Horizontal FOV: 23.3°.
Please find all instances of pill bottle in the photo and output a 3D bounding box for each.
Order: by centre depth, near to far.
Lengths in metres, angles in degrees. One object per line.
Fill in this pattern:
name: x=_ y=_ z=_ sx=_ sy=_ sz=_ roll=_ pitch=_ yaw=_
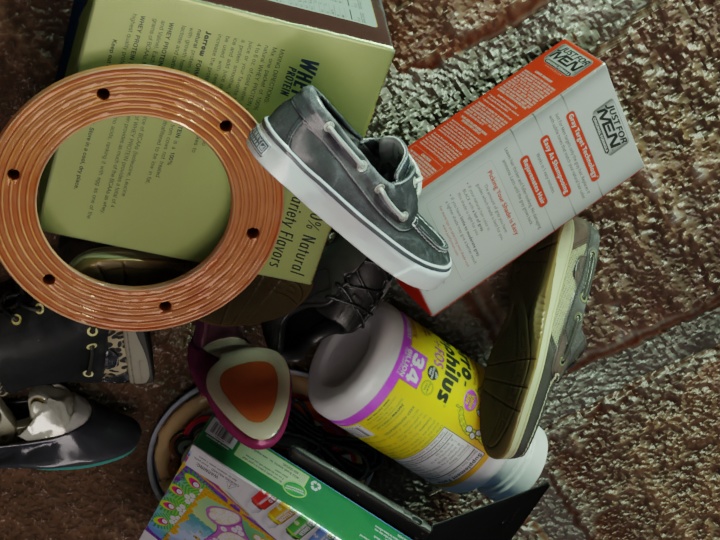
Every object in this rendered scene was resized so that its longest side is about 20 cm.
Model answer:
pill bottle: x=0.060 y=0.114 z=1.424 sx=0.199 sy=0.105 sz=0.104 roll=34 pitch=116 yaw=-28

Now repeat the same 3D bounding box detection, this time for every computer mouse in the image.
computer mouse: x=-0.086 y=0.194 z=1.449 sx=0.138 sy=0.053 sz=0.200 roll=28 pitch=124 yaw=-23

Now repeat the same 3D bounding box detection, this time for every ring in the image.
ring: x=-0.150 y=-0.047 z=1.156 sx=0.198 sy=0.019 sz=0.202 roll=-4 pitch=123 yaw=-7

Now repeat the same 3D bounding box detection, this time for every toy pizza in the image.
toy pizza: x=-0.083 y=0.167 z=1.488 sx=0.198 sy=0.032 sz=0.202 roll=-4 pitch=127 yaw=-5

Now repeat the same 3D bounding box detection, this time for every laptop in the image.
laptop: x=0.018 y=0.215 z=1.436 sx=0.199 sy=0.116 sz=0.188 roll=30 pitch=132 yaw=2

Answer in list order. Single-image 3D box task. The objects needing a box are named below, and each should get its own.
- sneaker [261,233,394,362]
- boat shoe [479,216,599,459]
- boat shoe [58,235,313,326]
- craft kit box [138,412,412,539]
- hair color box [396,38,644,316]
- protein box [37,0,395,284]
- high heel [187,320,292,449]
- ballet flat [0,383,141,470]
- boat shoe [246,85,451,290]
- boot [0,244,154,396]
sneaker: x=0.000 y=0.000 z=1.342 sx=0.076 sy=0.091 sz=0.200 roll=36 pitch=113 yaw=-27
boat shoe: x=0.147 y=0.053 z=1.370 sx=0.065 sy=0.072 sz=0.203 roll=14 pitch=87 yaw=-26
boat shoe: x=-0.125 y=-0.006 z=1.267 sx=0.198 sy=0.065 sz=0.073 roll=7 pitch=133 yaw=-37
craft kit box: x=-0.076 y=0.233 z=1.390 sx=0.199 sy=0.049 sz=0.198 roll=32 pitch=135 yaw=1
hair color box: x=0.102 y=-0.069 z=1.284 sx=0.199 sy=0.061 sz=0.102 roll=-34 pitch=125 yaw=-8
protein box: x=-0.105 y=-0.124 z=1.208 sx=0.198 sy=0.136 sz=0.200 roll=11 pitch=124 yaw=-15
high heel: x=-0.091 y=0.098 z=1.335 sx=0.067 sy=0.201 sz=0.097 roll=-6 pitch=122 yaw=-10
ballet flat: x=-0.278 y=0.125 z=1.410 sx=0.197 sy=0.073 sz=0.074 roll=-4 pitch=127 yaw=-2
boat shoe: x=0.010 y=-0.056 z=1.153 sx=0.068 sy=0.072 sz=0.200 roll=-43 pitch=131 yaw=11
boot: x=-0.245 y=0.018 z=1.328 sx=0.152 sy=0.074 sz=0.205 roll=-10 pitch=130 yaw=-2
